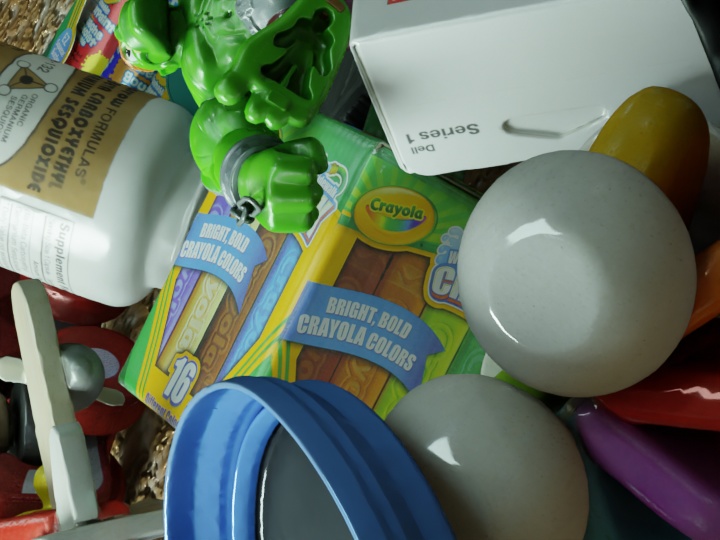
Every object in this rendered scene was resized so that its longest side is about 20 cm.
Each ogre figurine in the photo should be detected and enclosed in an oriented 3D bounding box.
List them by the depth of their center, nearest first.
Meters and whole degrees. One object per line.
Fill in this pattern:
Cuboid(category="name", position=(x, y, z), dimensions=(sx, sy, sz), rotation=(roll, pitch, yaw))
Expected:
Cuboid(category="ogre figurine", position=(-0.047, -0.107, 0.806), dimensions=(0.202, 0.097, 0.120), rotation=(68, 160, 6))

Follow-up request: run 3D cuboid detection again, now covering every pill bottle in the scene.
Cuboid(category="pill bottle", position=(-0.143, -0.045, 1.030), dimensions=(0.114, 0.198, 0.115), rotation=(19, -90, -84))

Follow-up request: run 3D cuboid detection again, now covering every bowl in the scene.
Cuboid(category="bowl", position=(-0.013, 0.134, 0.676), dimensions=(0.200, 0.039, 0.203), rotation=(35, 131, 54))

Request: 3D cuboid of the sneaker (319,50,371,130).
Cuboid(category="sneaker", position=(0.021, -0.111, 0.976), dimensions=(0.201, 0.076, 0.091), rotation=(-54, 25, 8))

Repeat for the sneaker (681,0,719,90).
Cuboid(category="sneaker", position=(0.139, -0.134, 0.646), dimensions=(0.069, 0.099, 0.202), rotation=(-19, 74, 40))

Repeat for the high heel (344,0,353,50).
Cuboid(category="high heel", position=(-0.038, -0.194, 0.883), dimensions=(0.096, 0.067, 0.202), rotation=(-2, 98, 45))

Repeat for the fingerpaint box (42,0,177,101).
Cuboid(category="fingerpaint box", position=(-0.117, -0.128, 1.170), dimensions=(0.168, 0.073, 0.200), rotation=(-55, 35, 14))

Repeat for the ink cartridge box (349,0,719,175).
Cuboid(category="ink cartridge box", position=(0.079, -0.150, 0.808), dimensions=(0.143, 0.084, 0.201), rotation=(-8, 51, 16))

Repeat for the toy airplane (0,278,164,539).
Cuboid(category="toy airplane", position=(-0.130, 0.131, 0.904), dimensions=(0.199, 0.140, 0.202), rotation=(39, 120, 40))

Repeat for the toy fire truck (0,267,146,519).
Cuboid(category="toy fire truck", position=(-0.210, 0.061, 1.063), dimensions=(0.201, 0.166, 0.113), rotation=(-106, 26, -46))

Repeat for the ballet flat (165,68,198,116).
Cuboid(category="ballet flat", position=(-0.033, -0.139, 1.008), dimensions=(0.070, 0.068, 0.200), rotation=(-39, 1, -39))

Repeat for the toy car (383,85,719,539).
Cuboid(category="toy car", position=(0.106, 0.043, 0.697), dimensions=(0.149, 0.175, 0.201), rotation=(29, 113, 16))

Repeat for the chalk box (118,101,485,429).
Cuboid(category="chalk box", position=(0.000, 0.000, 0.880), dimensions=(0.124, 0.124, 0.201), rotation=(31, 95, 57))
